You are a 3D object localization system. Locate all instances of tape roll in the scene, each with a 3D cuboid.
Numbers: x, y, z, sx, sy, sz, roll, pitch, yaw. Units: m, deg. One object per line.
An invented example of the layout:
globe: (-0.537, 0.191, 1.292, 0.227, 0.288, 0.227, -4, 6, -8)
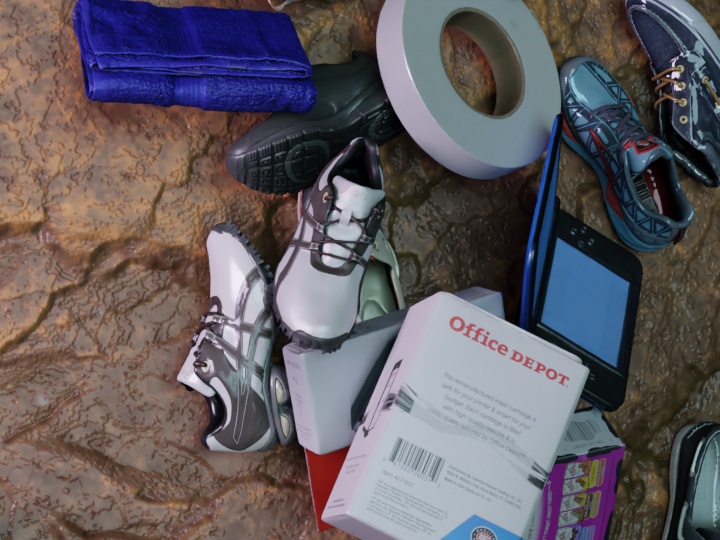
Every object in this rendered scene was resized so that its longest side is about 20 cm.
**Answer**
tape roll: (0.100, -0.181, 1.622, 0.203, 0.037, 0.203, 18, 61, -37)

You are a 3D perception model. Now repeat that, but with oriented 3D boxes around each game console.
game console: (0.200, -0.007, 1.593, 0.170, 0.118, 0.200, 31, 44, -13)

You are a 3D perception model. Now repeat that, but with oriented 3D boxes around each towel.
towel: (-0.143, -0.191, 1.543, 0.199, 0.148, 0.050, 2, 127, -18)

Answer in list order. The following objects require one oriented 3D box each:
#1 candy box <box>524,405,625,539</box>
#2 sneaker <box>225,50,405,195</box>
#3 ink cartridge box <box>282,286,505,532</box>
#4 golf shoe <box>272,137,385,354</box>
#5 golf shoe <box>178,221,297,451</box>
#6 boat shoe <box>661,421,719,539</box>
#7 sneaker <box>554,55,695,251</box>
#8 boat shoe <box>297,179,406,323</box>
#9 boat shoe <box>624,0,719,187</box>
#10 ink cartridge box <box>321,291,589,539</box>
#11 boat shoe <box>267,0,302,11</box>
candy box: (0.124, 0.204, 1.586, 0.200, 0.061, 0.137, -10, 128, -19)
sneaker: (-0.044, -0.134, 1.593, 0.200, 0.076, 0.091, -27, 58, -33)
ink cartridge box: (0.041, 0.123, 1.555, 0.200, 0.044, 0.174, -16, 105, -25)
golf shoe: (-0.023, -0.027, 1.503, 0.078, 0.095, 0.200, 14, 52, -8)
golf shoe: (-0.115, 0.060, 1.546, 0.094, 0.078, 0.200, -13, 87, -18)
boat shoe: (0.323, 0.242, 1.679, 0.075, 0.060, 0.201, -2, 85, -17)
sneaker: (0.254, -0.117, 1.676, 0.079, 0.096, 0.200, -32, 94, -19)
boat shoe: (0.000, 0.000, 1.603, 0.071, 0.063, 0.200, -17, 88, -16)
boat shoe: (0.305, -0.176, 1.709, 0.200, 0.071, 0.091, 48, 69, -10)
ink cartridge box: (0.078, 0.140, 1.468, 0.146, 0.084, 0.200, 27, 73, -10)
boat shoe: (-0.062, -0.267, 1.603, 0.200, 0.072, 0.076, 4, 127, -37)
